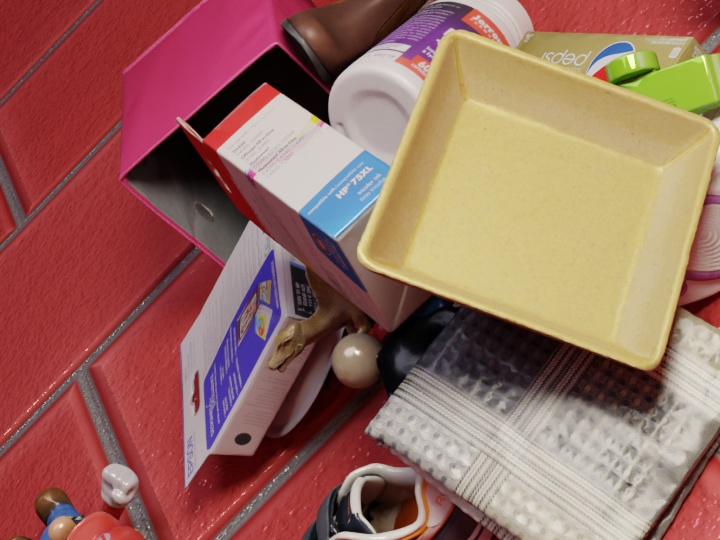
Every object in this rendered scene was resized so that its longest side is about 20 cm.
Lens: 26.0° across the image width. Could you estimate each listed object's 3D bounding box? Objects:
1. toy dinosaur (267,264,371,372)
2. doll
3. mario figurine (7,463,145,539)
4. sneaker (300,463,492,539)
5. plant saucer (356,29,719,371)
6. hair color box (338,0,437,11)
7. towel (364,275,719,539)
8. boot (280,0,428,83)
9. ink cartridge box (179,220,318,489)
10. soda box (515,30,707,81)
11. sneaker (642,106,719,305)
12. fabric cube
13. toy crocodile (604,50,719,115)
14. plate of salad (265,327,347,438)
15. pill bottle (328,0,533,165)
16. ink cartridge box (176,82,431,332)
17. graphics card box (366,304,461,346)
[{"bbox_3d":[0.000,0.000,1.194,0.058,0.101,0.201,-8,51,50],"label":"toy dinosaur"},{"bbox_3d":[0.073,0.072,1.082,0.199,0.048,0.137,6,74,19],"label":"doll"},{"bbox_3d":[-0.253,0.227,1.335,0.200,0.106,0.124,-3,86,58],"label":"mario figurine"},{"bbox_3d":[-0.005,0.190,1.110,0.200,0.079,0.079,-31,36,27],"label":"sneaker"},{"bbox_3d":[0.116,-0.041,1.018,0.049,0.199,0.201,106,-175,-61],"label":"plant saucer"},{"bbox_3d":[0.030,-0.275,1.462,0.099,0.200,0.061,-39,32,12],"label":"hair color box"},{"bbox_3d":[0.134,0.089,1.019,0.200,0.035,0.193,34,78,26],"label":"towel"},{"bbox_3d":[0.037,-0.245,1.333,0.200,0.069,0.188,-39,-12,18],"label":"boot"},{"bbox_3d":[-0.096,0.056,1.321,0.200,0.043,0.198,-58,24,29],"label":"ink cartridge box"},{"bbox_3d":[0.196,-0.145,1.245,0.200,0.068,0.064,14,67,55],"label":"soda box"},{"bbox_3d":[0.245,-0.052,1.099,0.200,0.075,0.100,-50,18,-12],"label":"sneaker"},{"bbox_3d":[-0.090,-0.134,1.455,0.196,0.200,0.200,-39,30,17],"label":"fabric cube"},{"bbox_3d":[0.174,-0.105,1.130,0.199,0.062,0.068,-23,77,27],"label":"toy crocodile"},{"bbox_3d":[-0.039,0.047,1.316,0.200,0.048,0.201,-52,28,42],"label":"plate of salad"},{"bbox_3d":[0.069,-0.167,1.343,0.111,0.112,0.200,-13,23,43],"label":"pill bottle"},{"bbox_3d":[-0.035,-0.055,1.111,0.067,0.116,0.200,-43,49,-11],"label":"ink cartridge box"},{"bbox_3d":[0.081,0.039,1.198,0.125,0.051,0.200,-44,32,6],"label":"graphics card box"}]
